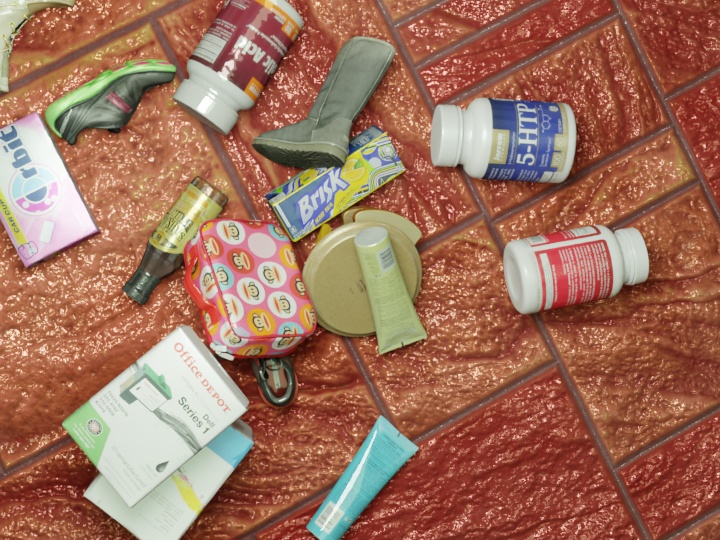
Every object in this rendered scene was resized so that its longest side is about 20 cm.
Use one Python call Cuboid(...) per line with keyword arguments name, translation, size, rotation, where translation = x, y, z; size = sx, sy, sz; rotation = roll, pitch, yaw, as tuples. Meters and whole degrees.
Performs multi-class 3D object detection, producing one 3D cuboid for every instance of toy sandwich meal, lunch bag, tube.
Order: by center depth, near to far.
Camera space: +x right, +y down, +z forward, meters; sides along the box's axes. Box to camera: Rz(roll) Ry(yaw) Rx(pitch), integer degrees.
Cuboid(name="lunch bag", translation=(-0.167, 0.024, 1.544), size=(0.175, 0.082, 0.201), rotation=(0, 60, -38))
Cuboid(name="tube", translation=(0.038, 0.032, 1.592), size=(0.052, 0.058, 0.201), rotation=(-52, 135, -42))
Cuboid(name="toy sandwich meal", translation=(0.000, 0.000, 1.630), size=(0.203, 0.070, 0.207), rotation=(-6, 114, -12))
Cuboid(name="tube", translation=(-0.001, 0.322, 1.649), size=(0.077, 0.050, 0.200), rotation=(41, 81, -10))

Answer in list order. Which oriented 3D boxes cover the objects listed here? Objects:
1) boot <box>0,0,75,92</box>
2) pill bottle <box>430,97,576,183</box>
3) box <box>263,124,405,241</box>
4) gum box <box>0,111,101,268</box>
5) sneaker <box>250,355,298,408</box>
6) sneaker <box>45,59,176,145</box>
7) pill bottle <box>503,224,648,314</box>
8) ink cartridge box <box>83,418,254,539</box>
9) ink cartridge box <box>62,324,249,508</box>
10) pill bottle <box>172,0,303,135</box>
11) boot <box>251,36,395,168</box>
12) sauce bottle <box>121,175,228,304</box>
Cuboid(name="boot", translation=(-0.501, -0.332, 1.561), size=(0.198, 0.072, 0.156), rotation=(-3, 91, -2))
Cuboid(name="pill bottle", translation=(0.209, -0.195, 1.631), size=(0.198, 0.120, 0.121), rotation=(2, 91, -7))
Cuboid(name="box", translation=(-0.039, -0.129, 1.619), size=(0.199, 0.064, 0.070), rotation=(-33, 113, -5))
Cuboid(name="gum box", translation=(-0.469, -0.119, 1.569), size=(0.113, 0.066, 0.201), rotation=(-27, 94, -8))
Cuboid(name="sneaker", translation=(-0.136, 0.106, 1.607), size=(0.076, 0.082, 0.202), rotation=(-22, 91, -6))
Cuboid(name="sneaker", translation=(-0.355, -0.246, 1.589), size=(0.199, 0.077, 0.084), rotation=(-27, 111, -3))
Cuboid(name="pill bottle", translation=(0.324, -0.006, 1.652), size=(0.198, 0.112, 0.113), rotation=(-10, 92, -7))
Cuboid(name="ink cartridge box", translation=(-0.269, 0.271, 1.561), size=(0.146, 0.147, 0.201), rotation=(38, 85, -6))
Cuboid(name="ink cartridge box", translation=(-0.265, 0.188, 1.446), size=(0.200, 0.084, 0.146), rotation=(-40, 92, -4))
Cuboid(name="pill bottle", translation=(-0.179, -0.305, 1.581), size=(0.114, 0.114, 0.201), rotation=(32, 87, -7))
Cuboid(name="boot", translation=(-0.055, -0.250, 1.612), size=(0.180, 0.073, 0.202), rotation=(8, 72, 30))
Cuboid(name="sauce bottle", translation=(-0.272, -0.042, 1.597), size=(0.066, 0.066, 0.201), rotation=(35, 85, -6))
